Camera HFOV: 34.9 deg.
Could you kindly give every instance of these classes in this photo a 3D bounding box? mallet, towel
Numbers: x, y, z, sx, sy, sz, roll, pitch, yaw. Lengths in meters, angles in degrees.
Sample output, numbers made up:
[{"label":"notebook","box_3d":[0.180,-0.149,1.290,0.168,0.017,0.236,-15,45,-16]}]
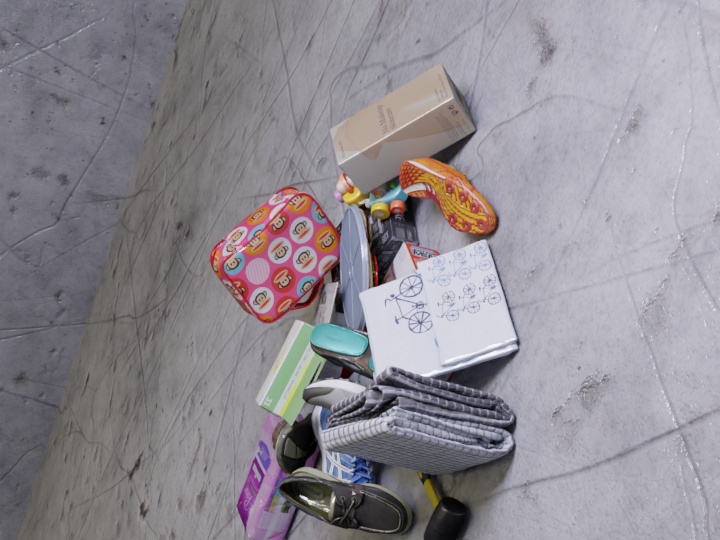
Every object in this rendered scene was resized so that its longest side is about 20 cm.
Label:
[{"label":"mallet","box_3d":[0.089,0.299,1.537,0.200,0.041,0.066,-127,53,-65]},{"label":"towel","box_3d":[0.070,0.192,1.435,0.165,0.199,0.086,-30,49,55]}]

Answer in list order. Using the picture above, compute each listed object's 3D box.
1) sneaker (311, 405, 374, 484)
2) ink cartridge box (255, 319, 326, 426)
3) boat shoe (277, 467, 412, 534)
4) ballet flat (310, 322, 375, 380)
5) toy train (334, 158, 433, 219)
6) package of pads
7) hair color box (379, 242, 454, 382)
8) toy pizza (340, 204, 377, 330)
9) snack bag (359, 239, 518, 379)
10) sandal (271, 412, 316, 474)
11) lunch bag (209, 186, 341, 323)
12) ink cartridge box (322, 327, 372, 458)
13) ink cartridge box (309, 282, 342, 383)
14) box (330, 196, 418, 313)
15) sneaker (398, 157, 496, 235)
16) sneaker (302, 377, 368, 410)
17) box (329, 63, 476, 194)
[{"label":"sneaker","box_3d":[-0.018,0.278,1.667,0.077,0.075,0.201,-36,70,57]},{"label":"ink cartridge box","box_3d":[-0.100,0.150,1.726,0.146,0.048,0.200,-63,7,-5]},{"label":"boat shoe","box_3d":[-0.026,0.330,1.607,0.200,0.066,0.072,14,102,28]},{"label":"ballet flat","box_3d":[0.021,0.120,1.570,0.199,0.068,0.068,20,66,33]},{"label":"toy train","box_3d":[0.022,-0.164,1.795,0.151,0.056,0.200,-54,40,-2]},{"label":"package of pads","box_3d":[-0.142,0.346,1.942,0.201,0.075,0.121,-69,23,14]},{"label":"hair color box","box_3d":[0.087,0.066,1.631,0.111,0.064,0.200,-62,27,29]},{"label":"toy pizza","box_3d":[0.000,0.000,1.736,0.200,0.032,0.201,178,90,-79]},{"label":"snack bag","box_3d":[0.096,0.060,1.522,0.199,0.021,0.189,-20,48,10]},{"label":"sandal","box_3d":[-0.104,0.257,1.733,0.201,0.057,0.080,3,-80,-82]},{"label":"lunch bag","box_3d":[-0.124,-0.017,1.851,0.200,0.176,0.082,-42,29,-13]},{"label":"ink cartridge box","box_3d":[-0.014,0.176,1.799,0.162,0.050,0.201,-52,37,40]},{"label":"ink cartridge box","box_3d":[-0.056,0.112,1.870,0.200,0.044,0.177,171,114,-79]},{"label":"box","box_3d":[0.016,-0.047,1.855,0.200,0.050,0.158,-53,33,39]},{"label":"sneaker","box_3d":[0.135,-0.114,1.626,0.200,0.077,0.073,43,135,44]},{"label":"sneaker","box_3d":[0.007,0.203,1.578,0.074,0.199,0.080,61,-131,-65]},{"label":"box","box_3d":[0.061,-0.209,1.708,0.199,0.078,0.095,-30,43,14]}]
